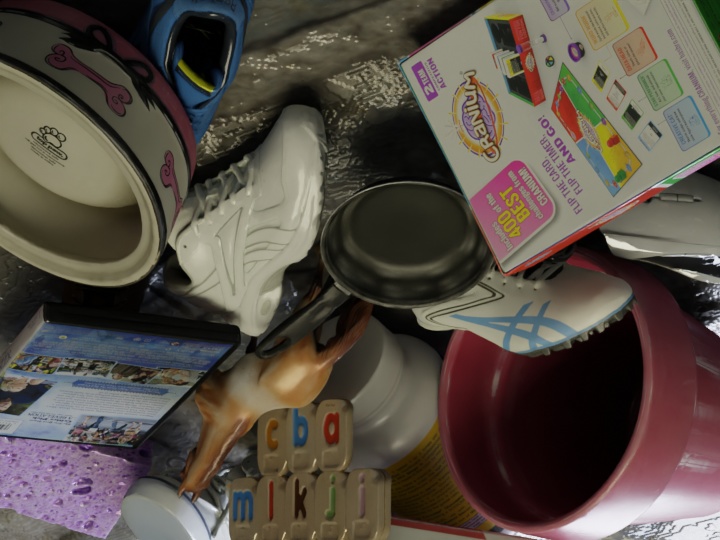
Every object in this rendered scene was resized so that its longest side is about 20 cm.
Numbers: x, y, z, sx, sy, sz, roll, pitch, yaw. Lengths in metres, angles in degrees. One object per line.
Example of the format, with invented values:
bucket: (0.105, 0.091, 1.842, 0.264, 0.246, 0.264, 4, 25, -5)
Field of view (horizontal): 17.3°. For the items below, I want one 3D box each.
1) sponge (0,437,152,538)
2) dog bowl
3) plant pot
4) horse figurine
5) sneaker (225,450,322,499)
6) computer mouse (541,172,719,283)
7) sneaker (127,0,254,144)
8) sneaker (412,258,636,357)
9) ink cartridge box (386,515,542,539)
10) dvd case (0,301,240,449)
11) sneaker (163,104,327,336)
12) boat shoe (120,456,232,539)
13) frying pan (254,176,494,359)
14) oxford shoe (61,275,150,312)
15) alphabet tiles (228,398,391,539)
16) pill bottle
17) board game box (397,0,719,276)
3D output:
sponge: (-0.271, 0.145, 1.836, 0.199, 0.030, 0.112, 18, 138, -18)
dog bowl: (-0.190, -0.085, 1.472, 0.199, 0.074, 0.201, 24, 146, 17)
plant pot: (0.183, 0.096, 1.646, 0.178, 0.201, 0.200, 16, 141, -40)
horse figurine: (-0.062, 0.064, 1.648, 0.199, 0.133, 0.050, -30, 129, 32)
sneaker: (-0.058, 0.176, 1.765, 0.091, 0.076, 0.200, 13, -177, -1)
computer mouse: (0.187, -0.044, 1.545, 0.199, 0.110, 0.044, 11, 147, -24)
sneaker: (-0.113, -0.121, 1.473, 0.065, 0.079, 0.201, 10, 141, -12)
sneaker: (0.098, 0.010, 1.569, 0.199, 0.072, 0.073, 6, 124, 49)
ink cartridge box: (0.062, 0.239, 1.688, 0.143, 0.084, 0.200, 10, 164, -5)
dvd case: (-0.186, 0.076, 1.645, 0.142, 0.018, 0.200, 7, 151, -26)
sneaker: (-0.083, -0.035, 1.569, 0.099, 0.078, 0.201, 14, 133, -12)
boat shoe: (-0.125, 0.186, 1.845, 0.074, 0.086, 0.202, 21, 158, 22)
frying pan: (0.016, 0.004, 1.557, 0.114, 0.031, 0.190, 17, 133, -16)
oxford shoe: (-0.171, 0.005, 1.622, 0.072, 0.085, 0.201, 8, 139, -4)
alphabet tiles: (-0.037, 0.190, 1.633, 0.015, 0.197, 0.200, 4, 171, -32)
pill bottle: (0.037, 0.119, 1.726, 0.112, 0.113, 0.200, -21, 135, 26)
board game box: (0.135, -0.109, 1.427, 0.199, 0.154, 0.040, -31, 172, 34)
